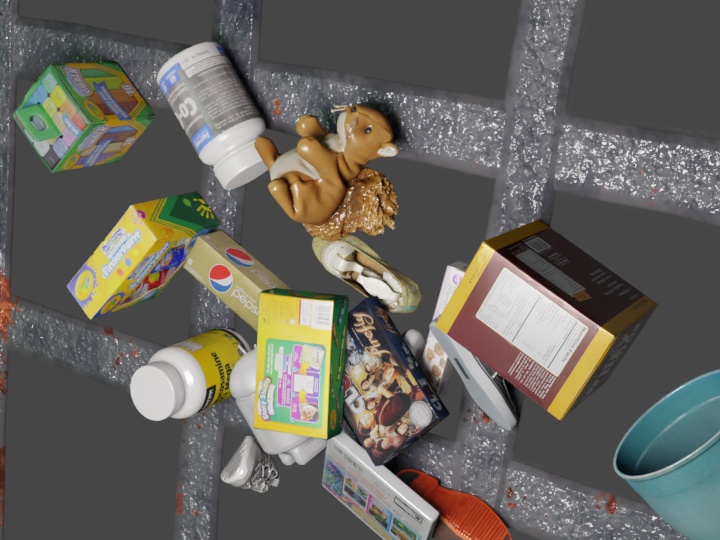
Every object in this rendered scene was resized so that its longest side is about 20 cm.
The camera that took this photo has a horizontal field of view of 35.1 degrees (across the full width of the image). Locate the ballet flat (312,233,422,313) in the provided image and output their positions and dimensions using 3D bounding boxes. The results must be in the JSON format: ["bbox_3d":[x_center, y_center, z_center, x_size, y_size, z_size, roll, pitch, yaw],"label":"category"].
[{"bbox_3d":[0.000,0.000,1.666,0.199,0.071,0.071,33,115,20],"label":"ballet flat"}]

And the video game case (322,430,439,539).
[{"bbox_3d":[0.025,0.338,1.692,0.200,0.024,0.183,38,150,19],"label":"video game case"}]

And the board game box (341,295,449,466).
[{"bbox_3d":[0.023,0.158,1.617,0.135,0.035,0.201,-43,69,30],"label":"board game box"}]

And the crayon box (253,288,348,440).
[{"bbox_3d":[-0.085,0.132,1.621,0.118,0.058,0.202,6,96,22],"label":"crayon box"}]

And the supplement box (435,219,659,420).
[{"bbox_3d":[0.243,0.057,1.463,0.200,0.197,0.133,37,116,18],"label":"supplement box"}]

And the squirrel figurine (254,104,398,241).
[{"bbox_3d":[-0.023,-0.141,1.623,0.186,0.142,0.200,-33,120,7],"label":"squirrel figurine"}]

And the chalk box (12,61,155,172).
[{"bbox_3d":[-0.450,-0.243,1.792,0.124,0.200,0.125,-42,79,29],"label":"chalk box"}]

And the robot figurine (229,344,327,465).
[{"bbox_3d":[-0.127,0.200,1.741,0.169,0.113,0.201,-15,106,50],"label":"robot figurine"}]

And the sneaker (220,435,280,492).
[{"bbox_3d":[-0.159,0.306,1.764,0.082,0.200,0.075,34,90,5],"label":"sneaker"}]

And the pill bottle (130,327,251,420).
[{"bbox_3d":[-0.262,0.164,1.771,0.112,0.200,0.113,7,104,28],"label":"pill bottle"}]

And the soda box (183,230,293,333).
[{"bbox_3d":[-0.177,0.025,1.770,0.200,0.068,0.064,39,116,17],"label":"soda box"}]

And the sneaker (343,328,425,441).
[{"bbox_3d":[0.014,0.156,1.685,0.113,0.075,0.201,33,114,20],"label":"sneaker"}]

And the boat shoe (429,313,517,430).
[{"bbox_3d":[0.174,0.132,1.591,0.200,0.068,0.074,55,164,-11],"label":"boat shoe"}]

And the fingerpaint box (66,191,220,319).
[{"bbox_3d":[-0.341,-0.024,1.797,0.200,0.167,0.073,-45,78,28],"label":"fingerpaint box"}]

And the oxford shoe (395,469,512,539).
[{"bbox_3d":[0.134,0.369,1.677,0.199,0.071,0.073,29,134,26],"label":"oxford shoe"}]

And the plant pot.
[{"bbox_3d":[0.450,0.256,1.402,0.200,0.200,0.188,-36,97,30],"label":"plant pot"}]

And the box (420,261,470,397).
[{"bbox_3d":[0.124,0.087,1.629,0.038,0.041,0.201,23,112,24],"label":"box"}]

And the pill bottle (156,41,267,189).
[{"bbox_3d":[-0.213,-0.231,1.711,0.114,0.114,0.201,-34,83,30],"label":"pill bottle"}]
